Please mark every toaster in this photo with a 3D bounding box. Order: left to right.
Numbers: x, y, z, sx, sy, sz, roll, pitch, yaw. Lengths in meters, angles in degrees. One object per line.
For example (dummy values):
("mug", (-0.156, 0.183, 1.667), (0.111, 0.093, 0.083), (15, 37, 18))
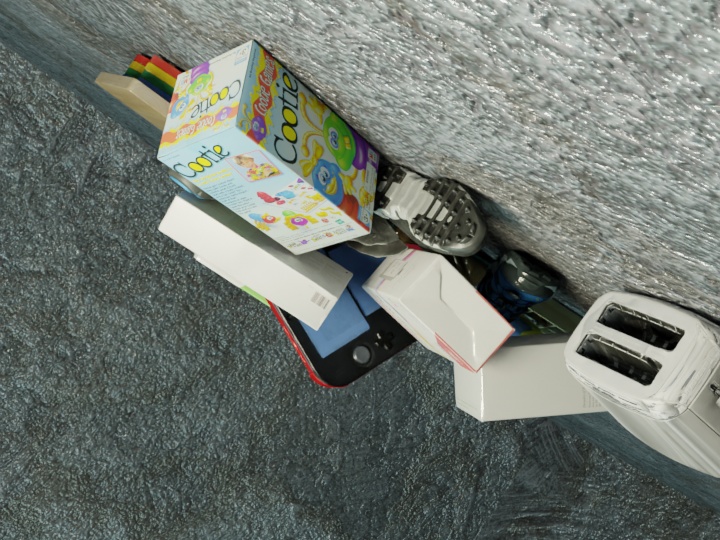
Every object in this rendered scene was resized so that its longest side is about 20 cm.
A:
("toaster", (0.278, 0.096, 0.881), (0.129, 0.114, 0.200), (40, 175, -30))

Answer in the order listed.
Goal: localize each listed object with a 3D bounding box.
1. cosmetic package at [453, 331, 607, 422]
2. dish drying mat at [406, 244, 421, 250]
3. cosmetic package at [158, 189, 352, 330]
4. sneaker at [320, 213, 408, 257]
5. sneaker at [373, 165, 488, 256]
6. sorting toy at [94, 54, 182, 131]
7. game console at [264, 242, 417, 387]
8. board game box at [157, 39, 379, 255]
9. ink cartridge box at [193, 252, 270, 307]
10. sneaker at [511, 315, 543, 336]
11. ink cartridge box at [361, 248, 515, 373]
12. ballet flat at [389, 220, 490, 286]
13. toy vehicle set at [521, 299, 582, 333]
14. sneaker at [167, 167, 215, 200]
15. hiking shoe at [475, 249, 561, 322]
("cosmetic package", (0.214, 0.115, 1.088), (0.200, 0.085, 0.108), (-4, -177, -9))
("dish drying mat", (0.039, -0.031, 1.338), (0.200, 0.018, 0.077), (-1, 152, 39))
("cosmetic package", (-0.111, -0.019, 1.039), (0.200, 0.051, 0.083), (33, -156, 0))
("sneaker", (-0.020, -0.094, 1.097), (0.060, 0.104, 0.200), (54, -161, -57))
("sneaker", (0.082, -0.051, 0.970), (0.090, 0.067, 0.200), (32, -179, -32))
("sorting toy", (-0.249, -0.227, 1.342), (0.199, 0.070, 0.200), (36, 175, -30))
("game console", (-0.023, 0.020, 1.127), (0.200, 0.177, 0.031), (59, 155, 2))
("board game box", (-0.084, -0.114, 0.949), (0.105, 0.103, 0.200), (-15, 145, 34))
("ink cartridge box", (-0.095, -0.062, 1.210), (0.145, 0.200, 0.084), (34, 178, -10))
("sneaker", (0.161, 0.058, 1.297), (0.200, 0.076, 0.105), (15, 151, 54))
("ink cartridge box", (0.075, 0.037, 1.060), (0.116, 0.068, 0.200), (44, 175, -12))
("ballet flat", (0.097, -0.015, 1.190), (0.200, 0.072, 0.068), (36, 174, -42))
("toy vehicle set", (0.240, 0.060, 1.298), (0.124, 0.027, 0.200), (33, 176, 2))
("sneaker", (-0.123, -0.121, 1.064), (0.073, 0.082, 0.200), (38, -161, 18))
("hiking shoe", (0.170, 0.033, 1.095), (0.074, 0.087, 0.200), (33, 176, 3))
